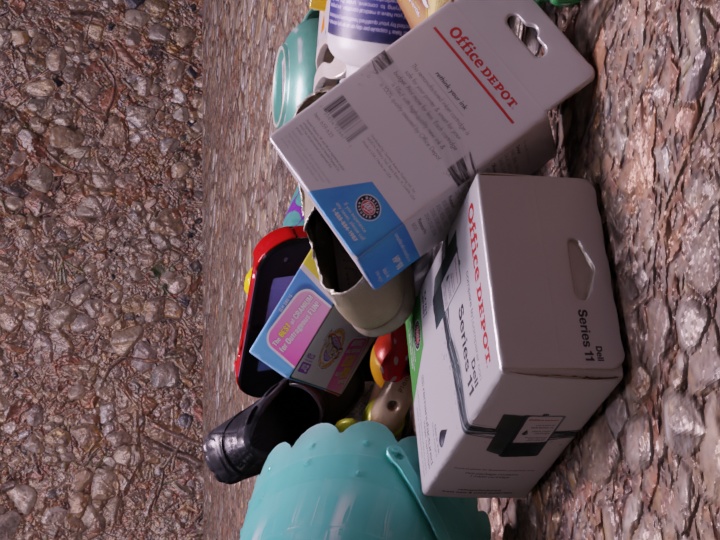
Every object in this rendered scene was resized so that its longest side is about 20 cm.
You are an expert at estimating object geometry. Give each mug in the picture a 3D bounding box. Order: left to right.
[{"bbox_3d":[-0.036,-0.201,1.508,0.186,0.113,0.154,-111,26,-60],"label":"mug"}]

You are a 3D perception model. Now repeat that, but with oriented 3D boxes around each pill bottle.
[{"bbox_3d":[0.032,-0.228,1.189,0.120,0.118,0.203,-128,42,-71],"label":"pill bottle"}]

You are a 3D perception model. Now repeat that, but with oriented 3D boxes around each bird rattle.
[{"bbox_3d":[0.032,0.085,1.202,0.164,0.111,0.202,-77,0,-59],"label":"bird rattle"}]

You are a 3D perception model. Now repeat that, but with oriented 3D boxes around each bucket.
[{"bbox_3d":[-0.004,0.232,1.020,0.135,0.204,0.209,-70,-7,-55],"label":"bucket"}]

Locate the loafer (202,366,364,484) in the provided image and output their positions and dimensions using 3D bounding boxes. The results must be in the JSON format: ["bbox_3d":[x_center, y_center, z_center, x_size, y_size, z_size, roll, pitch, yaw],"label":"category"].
[{"bbox_3d":[-0.053,0.126,1.217,0.070,0.200,0.069,-26,92,41],"label":"loafer"}]

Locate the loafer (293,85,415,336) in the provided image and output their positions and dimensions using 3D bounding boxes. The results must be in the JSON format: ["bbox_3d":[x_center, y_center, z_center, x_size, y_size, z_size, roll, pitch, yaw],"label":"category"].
[{"bbox_3d":[-0.008,-0.053,1.020,0.068,0.075,0.202,34,-144,-62],"label":"loafer"}]

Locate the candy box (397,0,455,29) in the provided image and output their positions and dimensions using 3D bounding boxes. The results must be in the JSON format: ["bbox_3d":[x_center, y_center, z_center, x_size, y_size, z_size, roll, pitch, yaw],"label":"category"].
[{"bbox_3d":[0.054,-0.249,0.967,0.200,0.055,0.117,96,152,-69],"label":"candy box"}]

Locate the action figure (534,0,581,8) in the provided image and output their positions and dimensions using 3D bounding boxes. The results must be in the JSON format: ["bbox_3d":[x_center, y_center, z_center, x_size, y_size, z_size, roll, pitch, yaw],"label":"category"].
[{"bbox_3d":[0.108,-0.249,0.979,0.119,0.054,0.202,94,161,-49],"label":"action figure"}]

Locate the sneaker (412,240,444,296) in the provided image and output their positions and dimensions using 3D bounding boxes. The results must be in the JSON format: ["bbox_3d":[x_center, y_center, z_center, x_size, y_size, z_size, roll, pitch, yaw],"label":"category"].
[{"bbox_3d":[0.080,-0.020,1.051,0.091,0.075,0.203,-123,36,-63],"label":"sneaker"}]

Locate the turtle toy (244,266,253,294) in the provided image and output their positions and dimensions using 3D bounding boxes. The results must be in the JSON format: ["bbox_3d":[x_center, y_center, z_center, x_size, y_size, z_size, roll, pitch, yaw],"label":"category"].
[{"bbox_3d":[-0.033,0.016,1.452,0.102,0.144,0.200,-65,16,4],"label":"turtle toy"}]

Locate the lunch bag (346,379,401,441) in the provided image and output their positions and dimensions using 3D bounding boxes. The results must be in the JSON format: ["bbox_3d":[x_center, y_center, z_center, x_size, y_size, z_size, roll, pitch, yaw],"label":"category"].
[{"bbox_3d":[-0.024,0.188,1.374,0.201,0.116,0.166,-96,12,-49],"label":"lunch bag"}]

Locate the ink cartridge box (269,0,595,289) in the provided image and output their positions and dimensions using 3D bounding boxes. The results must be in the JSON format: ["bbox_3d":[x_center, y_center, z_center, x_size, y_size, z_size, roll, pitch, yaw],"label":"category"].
[{"bbox_3d":[0.053,-0.096,0.946,0.116,0.199,0.067,54,179,25],"label":"ink cartridge box"}]

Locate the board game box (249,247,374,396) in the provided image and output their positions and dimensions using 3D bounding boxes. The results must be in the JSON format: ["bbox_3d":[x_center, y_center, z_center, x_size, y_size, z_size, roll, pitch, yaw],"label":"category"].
[{"bbox_3d":[0.000,0.000,1.128,0.202,0.040,0.153,-59,-18,-1],"label":"board game box"}]

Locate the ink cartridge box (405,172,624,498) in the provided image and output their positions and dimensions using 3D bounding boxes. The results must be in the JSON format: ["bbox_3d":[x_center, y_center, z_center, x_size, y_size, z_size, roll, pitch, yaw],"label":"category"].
[{"bbox_3d":[0.096,0.048,0.931,0.201,0.082,0.148,112,157,-57],"label":"ink cartridge box"}]

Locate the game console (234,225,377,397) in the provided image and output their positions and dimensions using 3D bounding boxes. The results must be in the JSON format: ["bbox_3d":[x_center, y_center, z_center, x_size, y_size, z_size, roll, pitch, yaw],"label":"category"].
[{"bbox_3d":[-0.022,0.036,1.265,0.031,0.174,0.202,-112,26,-42],"label":"game console"}]

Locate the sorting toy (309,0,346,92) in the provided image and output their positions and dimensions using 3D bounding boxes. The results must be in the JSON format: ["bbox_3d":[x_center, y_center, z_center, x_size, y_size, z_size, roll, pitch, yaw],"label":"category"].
[{"bbox_3d":[-0.007,-0.254,1.330,0.200,0.105,0.183,148,137,-75],"label":"sorting toy"}]

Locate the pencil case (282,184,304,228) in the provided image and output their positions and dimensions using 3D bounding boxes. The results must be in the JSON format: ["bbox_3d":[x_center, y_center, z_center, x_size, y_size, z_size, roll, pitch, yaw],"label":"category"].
[{"bbox_3d":[-0.015,-0.083,1.326,0.092,0.085,0.202,-28,34,46],"label":"pencil case"}]
